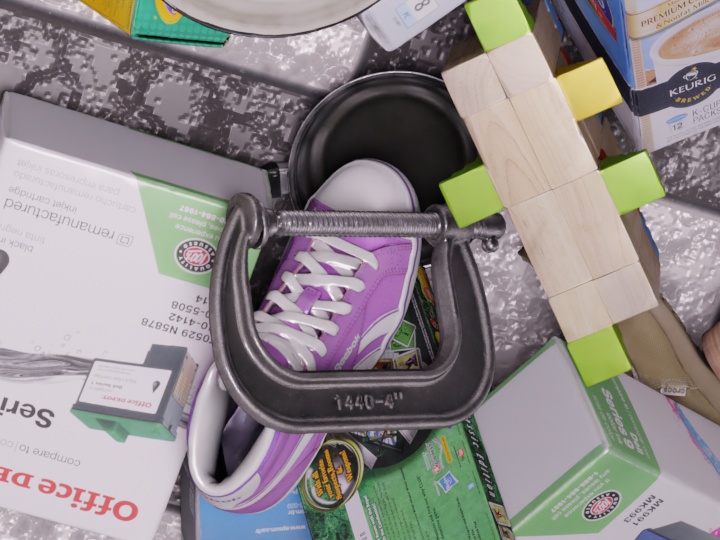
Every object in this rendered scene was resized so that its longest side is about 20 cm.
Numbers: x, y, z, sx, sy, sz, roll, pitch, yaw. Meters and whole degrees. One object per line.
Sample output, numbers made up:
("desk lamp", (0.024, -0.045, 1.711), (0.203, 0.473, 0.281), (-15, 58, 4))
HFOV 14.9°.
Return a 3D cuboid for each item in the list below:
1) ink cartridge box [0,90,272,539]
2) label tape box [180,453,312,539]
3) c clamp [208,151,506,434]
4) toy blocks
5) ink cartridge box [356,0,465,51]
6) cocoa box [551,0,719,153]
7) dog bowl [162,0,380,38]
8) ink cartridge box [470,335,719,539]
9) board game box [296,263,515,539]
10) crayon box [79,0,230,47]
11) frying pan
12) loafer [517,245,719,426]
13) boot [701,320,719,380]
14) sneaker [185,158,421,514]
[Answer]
("ink cartridge box", (-0.146, 0.028, 1.433), (0.146, 0.084, 0.200), (16, 109, -12))
("label tape box", (-0.026, 0.190, 1.540), (0.143, 0.066, 0.200), (-4, 112, -13))
("c clamp", (0.000, 0.000, 1.388), (0.200, 0.027, 0.171), (-7, 83, -39))
("toy blocks", (0.101, -0.057, 1.413), (0.100, 0.137, 0.200), (-23, 101, 12))
("ink cartridge box", (0.050, -0.224, 1.358), (0.200, 0.160, 0.047), (-36, 146, 3))
("cocoa box", (0.200, -0.177, 1.398), (0.200, 0.133, 0.131), (-22, 145, -4))
("dog bowl", (-0.045, -0.211, 1.257), (0.200, 0.074, 0.200), (-13, 118, -27))
("ink cartridge box", (0.129, 0.139, 1.477), (0.145, 0.088, 0.200), (-43, 136, 20))
("board game box", (0.013, 0.096, 1.437), (0.105, 0.200, 0.023), (-31, 141, 18))
("crayon box", (-0.095, -0.222, 1.341), (0.058, 0.119, 0.200), (2, 110, -34))
("frying pan", (-0.015, -0.038, 1.478), (0.190, 0.031, 0.115), (-25, 111, 7))
("loafer", (0.149, 0.049, 1.522), (0.067, 0.076, 0.200), (-44, 112, -1))
("boot", (0.302, 0.050, 1.515), (0.155, 0.074, 0.200), (-33, 136, 24))
("sneaker", (-0.028, 0.031, 1.404), (0.073, 0.114, 0.201), (21, 85, 12))
